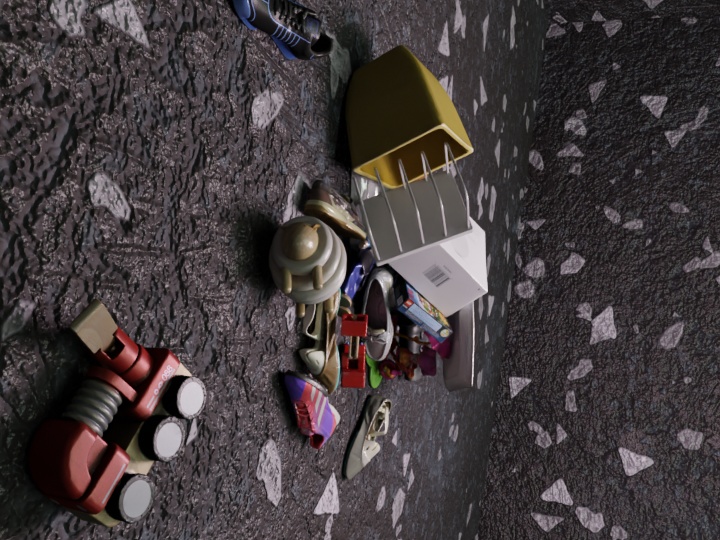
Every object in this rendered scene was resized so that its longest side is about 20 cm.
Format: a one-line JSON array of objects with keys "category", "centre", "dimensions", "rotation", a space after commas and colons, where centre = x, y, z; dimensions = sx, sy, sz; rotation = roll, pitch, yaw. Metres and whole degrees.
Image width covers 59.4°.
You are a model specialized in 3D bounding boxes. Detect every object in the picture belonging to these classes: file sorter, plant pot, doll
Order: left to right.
[{"category": "doll", "centre": [0.000, 0.000, 1.263], "dimensions": [0.138, 0.047, 0.203], "rotation": [93, 21, -52]}, {"category": "plant pot", "centre": [0.080, -0.304, 1.221], "dimensions": [0.194, 0.190, 0.206], "rotation": [11, 61, -62]}, {"category": "file sorter", "centre": [0.093, -0.127, 1.170], "dimensions": [0.125, 0.194, 0.142], "rotation": [64, 8, -63]}]

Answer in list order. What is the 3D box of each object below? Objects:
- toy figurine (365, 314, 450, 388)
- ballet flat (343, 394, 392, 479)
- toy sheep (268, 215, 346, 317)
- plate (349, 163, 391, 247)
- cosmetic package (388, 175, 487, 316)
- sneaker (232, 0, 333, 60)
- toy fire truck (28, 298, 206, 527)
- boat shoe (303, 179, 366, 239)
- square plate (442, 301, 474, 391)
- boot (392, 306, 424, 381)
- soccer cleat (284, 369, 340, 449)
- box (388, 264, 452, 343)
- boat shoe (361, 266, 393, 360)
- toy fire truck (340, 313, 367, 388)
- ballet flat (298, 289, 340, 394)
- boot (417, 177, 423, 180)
[{"category": "toy figurine", "centre": [0.114, 0.181, 1.421], "dimensions": [0.149, 0.179, 0.207], "rotation": [-23, 116, -63]}, {"category": "ballet flat", "centre": [0.022, 0.366, 1.393], "dimensions": [0.068, 0.062, 0.203], "rotation": [70, 34, -45]}, {"category": "toy sheep", "centre": [-0.081, -0.008, 0.992], "dimensions": [0.201, 0.133, 0.142], "rotation": [81, 24, -63]}, {"category": "plate", "centre": [0.031, -0.160, 1.339], "dimensions": [0.199, 0.031, 0.207], "rotation": [-20, 114, -66]}, {"category": "cosmetic package", "centre": [0.166, -0.053, 1.352], "dimensions": [0.198, 0.122, 0.203], "rotation": [41, 36, -23]}, {"category": "sneaker", "centre": [-0.106, -0.365, 0.909], "dimensions": [0.199, 0.076, 0.073], "rotation": [13, 84, -67]}, {"category": "toy fire truck", "centre": [-0.258, 0.131, 0.629], "dimensions": [0.202, 0.125, 0.179], "rotation": [59, 42, -37]}, {"category": "boat shoe", "centre": [-0.035, -0.105, 1.142], "dimensions": [0.199, 0.071, 0.067], "rotation": [31, 70, -66]}, {"category": "square plate", "centre": [0.214, 0.161, 1.407], "dimensions": [0.198, 0.027, 0.207], "rotation": [112, -19, -76]}, {"category": "boot", "centre": [0.123, 0.185, 1.606], "dimensions": [0.164, 0.064, 0.207], "rotation": [-29, 126, -61]}, {"category": "soccer cleat", "centre": [-0.090, 0.245, 1.106], "dimensions": [0.074, 0.066, 0.202], "rotation": [-61, 150, -27]}, {"category": "box", "centre": [0.127, 0.049, 1.382], "dimensions": [0.135, 0.038, 0.202], "rotation": [37, 23, -25]}, {"category": "boat shoe", "centre": [0.032, 0.099, 1.327], "dimensions": [0.065, 0.072, 0.209], "rotation": [-43, 142, -65]}, {"category": "toy fire truck", "centre": [-0.012, 0.147, 1.206], "dimensions": [0.200, 0.047, 0.146], "rotation": [-81, 173, -86]}, {"category": "ballet flat", "centre": [-0.075, 0.119, 1.124], "dimensions": [0.071, 0.067, 0.208], "rotation": [1, 94, -46]}, {"category": "boot", "centre": [0.122, -0.249, 1.477], "dimensions": [0.199, 0.074, 0.161], "rotation": [-15, 109, -66]}]
